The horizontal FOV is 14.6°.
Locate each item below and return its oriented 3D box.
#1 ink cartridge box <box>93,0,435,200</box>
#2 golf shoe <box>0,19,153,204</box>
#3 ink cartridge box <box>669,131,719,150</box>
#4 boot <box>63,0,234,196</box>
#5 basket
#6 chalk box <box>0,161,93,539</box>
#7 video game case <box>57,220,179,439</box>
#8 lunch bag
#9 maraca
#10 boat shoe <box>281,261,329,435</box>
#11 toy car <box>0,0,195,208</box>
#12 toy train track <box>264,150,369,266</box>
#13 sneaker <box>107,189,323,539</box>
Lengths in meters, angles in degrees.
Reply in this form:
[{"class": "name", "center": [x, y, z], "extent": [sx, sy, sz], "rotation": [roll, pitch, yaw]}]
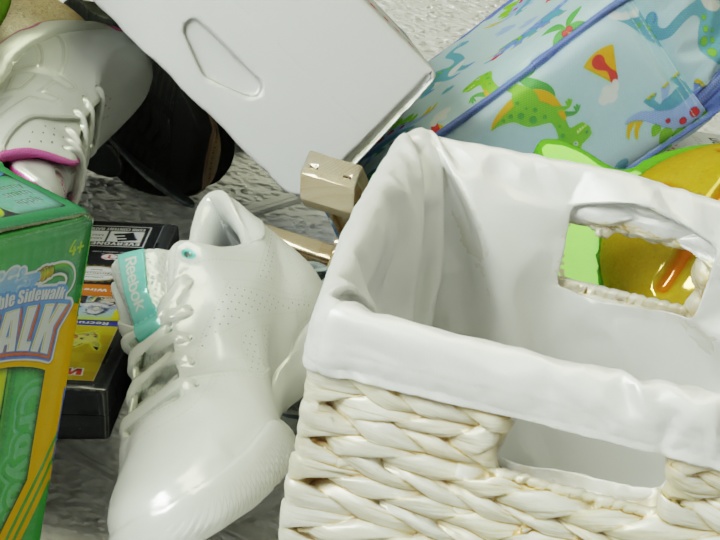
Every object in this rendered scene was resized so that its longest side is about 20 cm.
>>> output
[{"class": "ink cartridge box", "center": [-0.049, -0.117, 1.272], "extent": [0.145, 0.084, 0.200], "rotation": [43, 5, -9]}, {"class": "golf shoe", "center": [-0.141, -0.045, 1.167], "extent": [0.091, 0.075, 0.200], "rotation": [23, 36, 27]}, {"class": "ink cartridge box", "center": [0.221, 0.001, 1.345], "extent": [0.199, 0.086, 0.148], "rotation": [8, 22, -13]}, {"class": "boot", "center": [-0.066, -0.089, 1.444], "extent": [0.138, 0.078, 0.200], "rotation": [6, 22, -27]}, {"class": "basket", "center": [0.078, 0.069, 0.994], "extent": [0.198, 0.161, 0.200], "rotation": [14, 20, 5]}, {"class": "chalk box", "center": [-0.177, 0.018, 0.929], "extent": [0.124, 0.201, 0.125], "rotation": [25, 25, 32]}, {"class": "video game case", "center": [-0.183, 0.020, 1.115], "extent": [0.199, 0.026, 0.181], "rotation": [1, 20, 5]}, {"class": "lunch bag", "center": [0.079, -0.077, 1.323], "extent": [0.200, 0.083, 0.161], "rotation": [-36, 16, -3]}, {"class": "maraca", "center": [0.144, 0.006, 1.136], "extent": [0.199, 0.107, 0.137], "rotation": [8, 56, -9]}, {"class": "boat shoe", "center": [-0.012, 0.032, 1.157], "extent": [0.200, 0.072, 0.070], "rotation": [20, 23, 24]}, {"class": "toy car", "center": [-0.177, -0.074, 1.306], "extent": [0.200, 0.158, 0.164], "rotation": [28, -1, -34]}, {"class": "toy train track", "center": [0.000, 0.000, 1.195], "extent": [0.114, 0.033, 0.200], "rotation": [17, -15, 14]}, {"class": "sneaker", "center": [-0.065, 0.035, 1.027], "extent": [0.075, 0.089, 0.200], "rotation": [-28, 16, 21]}]
